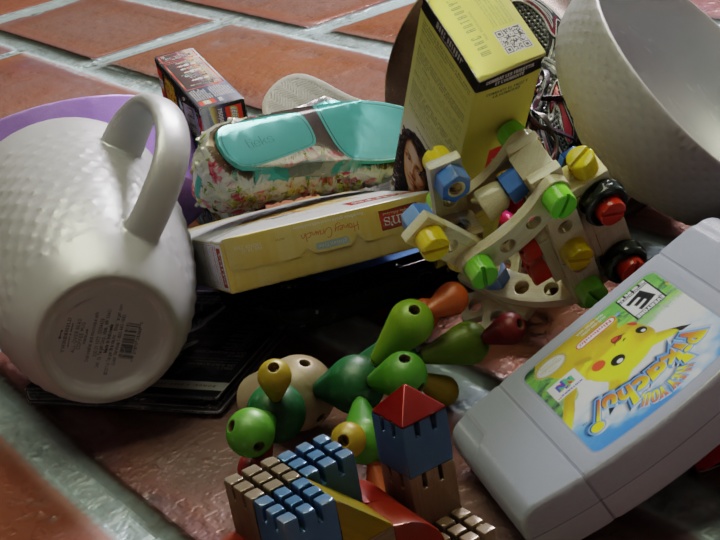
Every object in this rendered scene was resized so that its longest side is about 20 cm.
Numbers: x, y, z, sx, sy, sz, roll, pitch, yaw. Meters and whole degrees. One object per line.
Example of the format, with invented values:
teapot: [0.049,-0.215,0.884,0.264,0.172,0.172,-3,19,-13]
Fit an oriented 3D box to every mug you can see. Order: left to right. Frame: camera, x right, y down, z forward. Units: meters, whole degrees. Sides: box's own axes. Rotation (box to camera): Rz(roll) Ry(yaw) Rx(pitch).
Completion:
mug: [-0.166,-0.020,0.974,0.147,0.201,0.176,21,19,-28]

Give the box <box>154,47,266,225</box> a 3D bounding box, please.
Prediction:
box: [-0.121,-0.094,1.236,0.039,0.138,0.200,-16,23,-12]

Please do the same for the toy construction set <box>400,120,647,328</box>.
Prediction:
toy construction set: [0.101,-0.015,0.932,0.130,0.200,0.093,-31,64,0]

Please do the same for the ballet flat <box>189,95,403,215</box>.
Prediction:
ballet flat: [-0.038,-0.079,1.060,0.198,0.064,0.076,-8,60,-37]

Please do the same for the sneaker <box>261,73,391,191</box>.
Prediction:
sneaker: [0.017,-0.074,1.184,0.074,0.116,0.200,-47,53,-9]

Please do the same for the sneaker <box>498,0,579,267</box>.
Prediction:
sneaker: [0.123,-0.105,1.061,0.080,0.202,0.075,-11,-19,18]

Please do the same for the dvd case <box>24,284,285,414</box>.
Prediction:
dvd case: [-0.123,0.045,1.070,0.147,0.016,0.200,1,24,22]

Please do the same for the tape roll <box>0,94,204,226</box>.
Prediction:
tape roll: [-0.220,-0.060,1.156,0.198,0.066,0.200,-17,-15,-5]

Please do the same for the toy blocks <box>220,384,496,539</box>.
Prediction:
toy blocks: [-0.015,0.137,0.647,0.199,0.138,0.100,-23,26,-27]

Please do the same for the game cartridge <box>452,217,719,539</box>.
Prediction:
game cartridge: [0.147,0.057,0.792,0.200,0.041,0.133,-40,27,-1]

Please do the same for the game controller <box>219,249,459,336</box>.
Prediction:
game controller: [0.000,0.000,1.064,0.199,0.043,0.104,-17,24,-37]

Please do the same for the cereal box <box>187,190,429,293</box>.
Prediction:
cereal box: [-0.044,-0.023,1.034,0.142,0.040,0.200,-14,6,-16]

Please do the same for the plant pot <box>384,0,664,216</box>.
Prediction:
plant pot: [0.151,-0.128,1.182,0.186,0.188,0.200,-23,42,-29]

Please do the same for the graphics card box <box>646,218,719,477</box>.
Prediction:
graphics card box: [0.228,0.024,0.866,0.125,0.051,0.200,-31,16,19]

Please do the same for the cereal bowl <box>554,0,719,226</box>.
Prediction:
cereal bowl: [0.204,-0.104,1.017,0.083,0.200,0.200,-44,4,32]

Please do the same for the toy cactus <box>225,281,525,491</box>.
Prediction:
toy cactus: [-0.009,0.075,0.884,0.199,0.103,0.164,-32,12,-37]

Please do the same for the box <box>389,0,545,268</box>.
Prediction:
box: [0.063,-0.089,0.952,0.050,0.201,0.076,-21,61,-18]
